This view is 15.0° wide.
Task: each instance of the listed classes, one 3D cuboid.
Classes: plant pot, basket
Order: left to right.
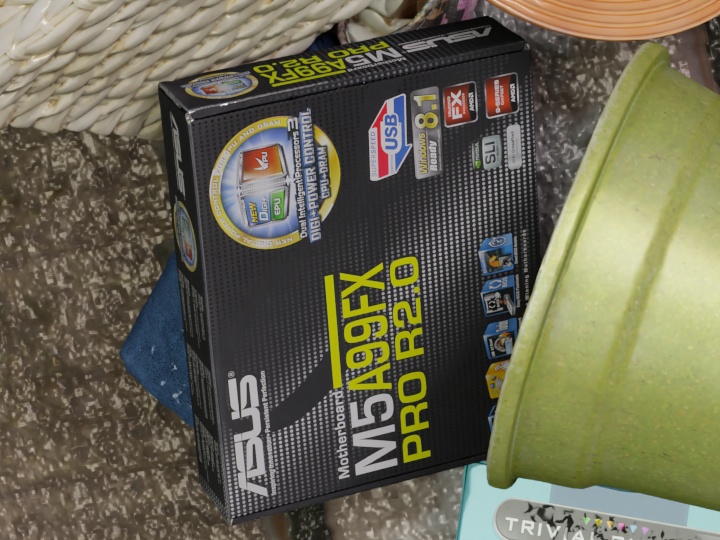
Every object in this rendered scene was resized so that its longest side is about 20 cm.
[{"bbox_3d":[-0.100,-0.167,1.156,0.200,0.198,0.161,-31,75,30],"label":"basket"},{"bbox_3d":[0.173,0.029,1.148,0.184,0.200,0.201,21,107,11],"label":"plant pot"}]

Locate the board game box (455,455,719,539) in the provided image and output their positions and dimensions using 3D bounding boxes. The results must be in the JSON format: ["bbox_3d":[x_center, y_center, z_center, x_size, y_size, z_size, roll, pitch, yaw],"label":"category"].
[{"bbox_3d":[0.111,0.195,1.256,0.150,0.047,0.201,9,90,19],"label":"board game box"}]

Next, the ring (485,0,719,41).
[{"bbox_3d":[0.096,-0.191,1.159,0.200,0.019,0.201,4,76,-17],"label":"ring"}]

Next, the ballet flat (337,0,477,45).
[{"bbox_3d":[0.041,-0.179,1.219,0.069,0.071,0.201,29,109,20],"label":"ballet flat"}]

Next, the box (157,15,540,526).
[{"bbox_3d":[0.000,0.000,1.212,0.160,0.044,0.201,-13,115,-19],"label":"box"}]

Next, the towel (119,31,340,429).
[{"bbox_3d":[-0.030,-0.004,1.295,0.112,0.049,0.200,37,111,12],"label":"towel"}]
